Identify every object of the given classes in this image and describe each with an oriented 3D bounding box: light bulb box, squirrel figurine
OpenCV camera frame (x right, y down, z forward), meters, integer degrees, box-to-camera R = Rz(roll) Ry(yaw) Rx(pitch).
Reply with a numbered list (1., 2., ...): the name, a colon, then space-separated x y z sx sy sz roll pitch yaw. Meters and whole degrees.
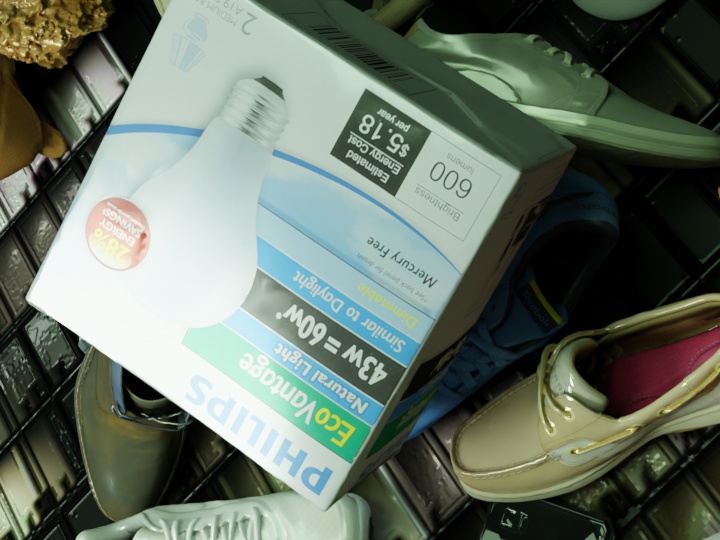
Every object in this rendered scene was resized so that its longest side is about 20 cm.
1. light bulb box: -0.030 -0.024 0.874 0.198 0.125 0.201 33 108 12
2. squirrel figurine: -0.272 -0.165 1.235 0.200 0.141 0.187 -39 62 22

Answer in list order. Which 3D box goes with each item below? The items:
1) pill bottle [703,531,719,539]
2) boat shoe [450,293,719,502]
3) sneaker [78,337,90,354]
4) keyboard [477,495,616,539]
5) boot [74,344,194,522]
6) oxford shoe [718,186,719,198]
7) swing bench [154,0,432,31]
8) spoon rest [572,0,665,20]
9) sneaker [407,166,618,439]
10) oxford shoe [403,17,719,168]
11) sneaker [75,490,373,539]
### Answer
1. pill bottle: 0.205 0.221 0.774 0.104 0.104 0.201 -38 56 19
2. boat shoe: 0.125 0.061 0.901 0.199 0.069 0.074 -26 49 22
3. sneaker: -0.105 -0.016 1.111 0.200 0.078 0.087 -40 42 11
4. keyboard: 0.058 0.215 0.936 0.126 0.021 0.201 16 83 32
5. boot: -0.138 0.081 1.037 0.097 0.074 0.201 -102 19 -69
6. oxford shoe: 0.244 0.022 0.838 0.073 0.071 0.201 -30 59 18
7. swing bench: -0.035 -0.191 1.034 0.200 0.129 0.199 -53 34 6
8. spoon rest: 0.180 -0.238 0.990 0.099 0.060 0.201 44 114 39
9. sneaker: 0.065 0.028 0.947 0.200 0.066 0.079 -48 26 12
10. oxford shoe: 0.105 -0.096 0.939 0.199 0.075 0.058 15 85 12
11. sneaker: -0.084 0.168 1.017 0.199 0.081 0.076 -15 64 30
